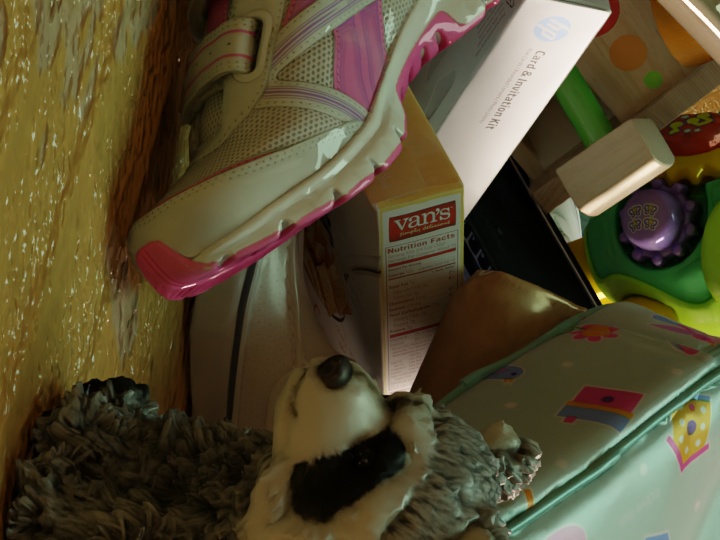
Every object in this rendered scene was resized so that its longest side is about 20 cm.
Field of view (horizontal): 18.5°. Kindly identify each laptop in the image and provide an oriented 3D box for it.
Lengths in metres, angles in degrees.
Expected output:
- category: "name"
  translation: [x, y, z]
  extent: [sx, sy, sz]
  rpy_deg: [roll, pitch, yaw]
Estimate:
- category: "laptop"
  translation: [0.036, -0.011, 1.097]
  extent: [0.187, 0.116, 0.200]
  rpy_deg: [63, -37, 30]

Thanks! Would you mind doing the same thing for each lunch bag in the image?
- category: "lunch bag"
  translation: [0.068, 0.112, 0.727]
  extent: [0.200, 0.077, 0.160]
  rpy_deg: [-29, 122, -39]

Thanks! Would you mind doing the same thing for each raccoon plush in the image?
- category: "raccoon plush"
  translation: [-0.020, 0.101, 0.618]
  extent: [0.200, 0.134, 0.097]
  rpy_deg: [87, 10, -49]

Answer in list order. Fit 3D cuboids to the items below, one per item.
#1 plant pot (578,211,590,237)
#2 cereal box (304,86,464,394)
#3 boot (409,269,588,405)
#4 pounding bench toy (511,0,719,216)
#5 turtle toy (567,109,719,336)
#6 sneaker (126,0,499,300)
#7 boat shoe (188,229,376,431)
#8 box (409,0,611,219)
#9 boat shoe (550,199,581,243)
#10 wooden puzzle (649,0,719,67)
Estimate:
- category: "plant pot"
  translation: [0.108, 0.008, 1.305]
  extent: [0.161, 0.200, 0.201]
  rpy_deg: [-51, 146, -77]
- category: "cereal box"
  translation: [0.000, 0.000, 0.871]
  extent: [0.144, 0.040, 0.200]
  rpy_deg: [-116, -163, -45]
- category: "boot"
  translation: [0.008, 0.090, 0.762]
  extent: [0.200, 0.066, 0.175]
  rpy_deg: [-65, 151, -3]
- category: "pounding bench toy"
  translation: [0.090, -0.128, 1.069]
  extent: [0.156, 0.124, 0.200]
  rpy_deg: [48, 19, -14]
- category: "turtle toy"
  translation: [0.180, -0.020, 1.088]
  extent: [0.200, 0.146, 0.101]
  rpy_deg: [-123, -163, -62]
- category: "sneaker"
  translation: [-0.026, -0.072, 0.714]
  extent: [0.081, 0.088, 0.200]
  rpy_deg: [-32, -161, 48]
- category: "boat shoe"
  translation: [-0.025, 0.054, 0.809]
  extent: [0.071, 0.070, 0.200]
  rpy_deg: [-50, 145, -77]
- category: "box"
  translation: [0.044, -0.140, 0.941]
  extent: [0.156, 0.041, 0.200]
  rpy_deg: [124, -30, -48]
- category: "boat shoe"
  translation: [0.091, 0.000, 1.187]
  extent: [0.067, 0.074, 0.200]
  rpy_deg: [-64, 133, -78]
- category: "wooden puzzle"
  translation: [0.133, -0.171, 0.981]
  extent: [0.185, 0.046, 0.200]
  rpy_deg: [35, 41, -48]
